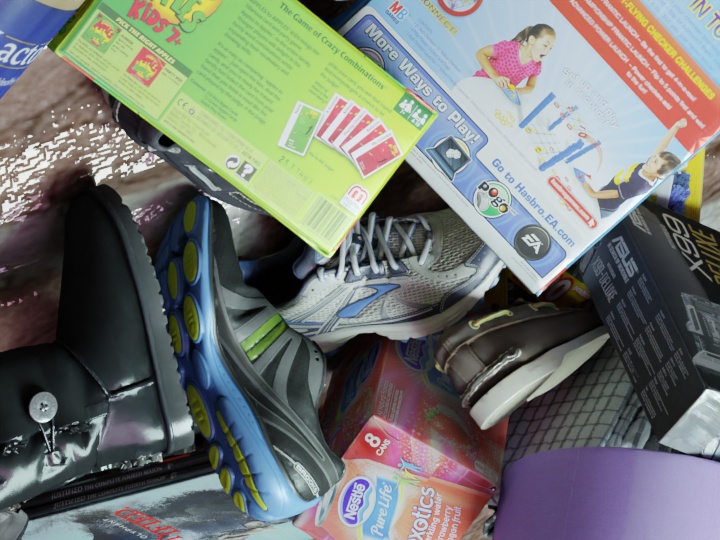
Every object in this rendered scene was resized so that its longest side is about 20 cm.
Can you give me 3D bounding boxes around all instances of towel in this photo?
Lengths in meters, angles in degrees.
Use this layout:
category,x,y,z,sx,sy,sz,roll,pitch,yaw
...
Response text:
category,x,y,z,sx,sy,sz,roll,pitch,yaw
towel,0.164,0.096,1.622,0.086,0.165,0.200,46,56,-22

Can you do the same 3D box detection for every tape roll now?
category,x,y,z,sx,sy,sz,roll,pitch,yaw
tape roll,0.180,0.172,1.470,0.199,0.066,0.200,11,158,4

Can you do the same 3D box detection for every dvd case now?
category,x,y,z,sx,sy,sz,roll,pitch,yaw
dvd case,-0.125,0.163,1.588,0.199,0.022,0.146,-15,152,25

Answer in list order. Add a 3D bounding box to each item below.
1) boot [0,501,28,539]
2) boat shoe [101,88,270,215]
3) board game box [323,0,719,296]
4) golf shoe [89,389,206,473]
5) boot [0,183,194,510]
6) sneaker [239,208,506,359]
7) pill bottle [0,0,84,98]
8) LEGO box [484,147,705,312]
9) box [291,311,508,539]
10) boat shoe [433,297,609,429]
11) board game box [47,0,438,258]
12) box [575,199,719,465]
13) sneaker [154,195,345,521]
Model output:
category,x,y,z,sx,sy,sz,roll,pitch,yaw
boot,-0.247,0.101,1.479,0.131,0.070,0.200,-12,140,-41
boat shoe,-0.074,-0.065,1.408,0.073,0.063,0.200,-42,143,12
board game box,0.105,-0.125,1.390,0.196,0.056,0.200,-41,104,11
golf shoe,-0.116,0.069,1.518,0.078,0.095,0.200,-16,177,20
boot,-0.209,0.052,1.369,0.199,0.165,0.066,-16,177,-21
sneaker,0.000,0.000,1.493,0.200,0.077,0.085,-22,134,24
pill bottle,-0.186,-0.159,1.174,0.200,0.116,0.116,-47,141,17
LEGO box,0.140,-0.073,1.546,0.149,0.077,0.200,-23,142,-13
box,0.033,0.101,1.552,0.095,0.200,0.103,32,117,-8
boat shoe,0.103,0.047,1.517,0.072,0.060,0.200,-45,170,23
board game box,-0.065,-0.106,1.301,0.200,0.048,0.102,37,90,-28
box,0.223,0.045,1.482,0.157,0.200,0.050,22,120,-30
sneaker,-0.067,0.051,1.454,0.083,0.200,0.071,-16,169,-34
